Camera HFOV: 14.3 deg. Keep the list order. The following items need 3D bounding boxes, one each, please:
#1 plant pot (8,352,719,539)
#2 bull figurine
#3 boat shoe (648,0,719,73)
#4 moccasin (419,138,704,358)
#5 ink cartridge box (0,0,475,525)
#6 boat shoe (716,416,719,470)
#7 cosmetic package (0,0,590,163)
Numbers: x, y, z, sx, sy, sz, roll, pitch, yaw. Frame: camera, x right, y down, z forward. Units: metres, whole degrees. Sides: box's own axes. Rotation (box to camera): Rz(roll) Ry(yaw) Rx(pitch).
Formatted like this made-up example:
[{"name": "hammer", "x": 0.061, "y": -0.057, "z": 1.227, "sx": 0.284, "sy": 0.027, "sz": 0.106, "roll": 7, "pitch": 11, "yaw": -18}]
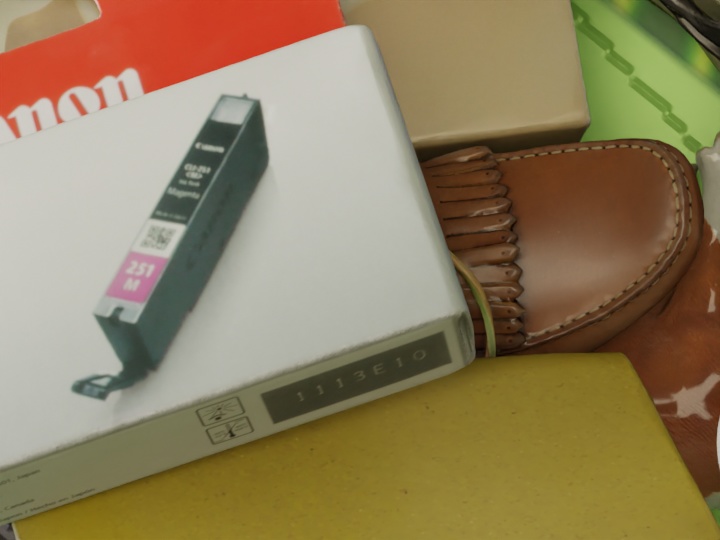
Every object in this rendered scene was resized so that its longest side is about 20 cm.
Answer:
[{"name": "plant pot", "x": 0.030, "y": 0.139, "z": 0.798, "sx": 0.175, "sy": 0.201, "sz": 0.201, "roll": -24, "pitch": 48, "yaw": -2}, {"name": "bull figurine", "x": 0.083, "y": 0.028, "z": 0.882, "sx": 0.198, "sy": 0.065, "sz": 0.122, "roll": -8, "pitch": 79, "yaw": 4}, {"name": "boat shoe", "x": 0.129, "y": -0.088, "z": 0.877, "sx": 0.201, "sy": 0.066, "sz": 0.072, "roll": 40, "pitch": 96, "yaw": 11}, {"name": "moccasin", "x": 0.000, "y": -0.002, "z": 0.831, "sx": 0.200, "sy": 0.078, "sz": 0.074, "roll": -7, "pitch": 72, "yaw": 15}, {"name": "ink cartridge box", "x": -0.088, "y": -0.025, "z": 0.782, "sx": 0.199, "sy": 0.044, "sz": 0.175, "roll": -19, "pitch": 66, "yaw": -1}, {"name": "boat shoe", "x": 0.171, "y": -0.012, "z": 0.755, "sx": 0.074, "sy": 0.060, "sz": 0.200, "roll": 45, "pitch": 75, "yaw": -15}, {"name": "cosmetic package", "x": -0.037, "y": -0.072, "z": 0.878, "sx": 0.198, "sy": 0.071, "sz": 0.106, "roll": -10, "pitch": 82, "yaw": -5}]
